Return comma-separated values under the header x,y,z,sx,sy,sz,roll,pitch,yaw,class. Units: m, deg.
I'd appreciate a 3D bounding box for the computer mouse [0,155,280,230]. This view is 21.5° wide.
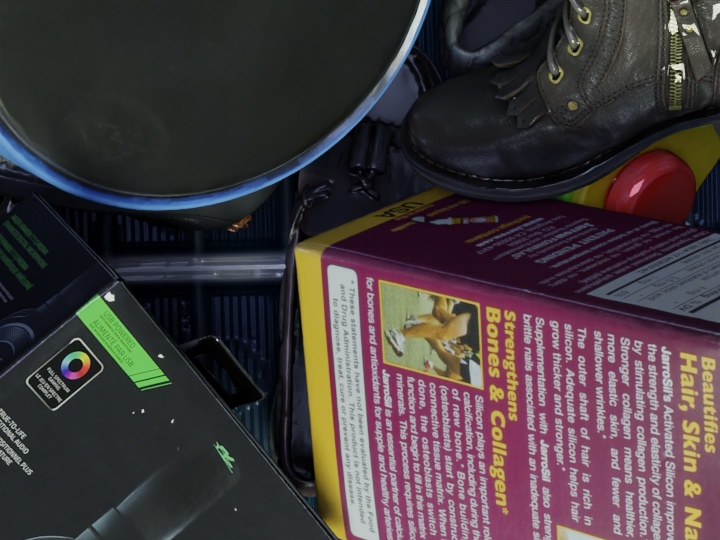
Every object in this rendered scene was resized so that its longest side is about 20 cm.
x,y,z,sx,sy,sz,roll,pitch,yaw,class
-0.100,-0.058,0.749,0.200,0.053,0.139,3,93,-37,computer mouse

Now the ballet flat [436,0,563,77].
x,y,z,sx,sy,sz,roll,pitch,yaw,class
0.102,-0.158,0.785,0.066,0.057,0.200,34,96,2,ballet flat

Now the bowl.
x,y,z,sx,sy,sz,roll,pitch,yaw,class
-0.060,-0.111,0.673,0.201,0.039,0.201,-15,127,-21,bowl

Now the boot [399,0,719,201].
x,y,z,sx,sy,sz,roll,pitch,yaw,class
0.083,-0.114,0.683,0.200,0.174,0.069,-12,48,20,boot

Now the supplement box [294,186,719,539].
x,y,z,sx,sy,sz,roll,pitch,yaw,class
0.083,0.050,0.718,0.200,0.103,0.131,14,116,40,supplement box

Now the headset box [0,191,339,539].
x,y,z,sx,sy,sz,roll,pitch,yaw,class
-0.125,0.097,0.713,0.200,0.093,0.174,-40,126,-8,headset box

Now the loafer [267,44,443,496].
x,y,z,sx,sy,sz,roll,pitch,yaw,class
0.000,0.000,0.801,0.072,0.063,0.200,10,95,4,loafer

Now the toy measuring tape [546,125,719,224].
x,y,z,sx,sy,sz,roll,pitch,yaw,class
0.124,-0.073,0.778,0.074,0.074,0.200,34,99,3,toy measuring tape

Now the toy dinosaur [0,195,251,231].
x,y,z,sx,sy,sz,roll,pitch,yaw,class
-0.150,-0.046,0.801,0.200,0.102,0.136,10,81,8,toy dinosaur
